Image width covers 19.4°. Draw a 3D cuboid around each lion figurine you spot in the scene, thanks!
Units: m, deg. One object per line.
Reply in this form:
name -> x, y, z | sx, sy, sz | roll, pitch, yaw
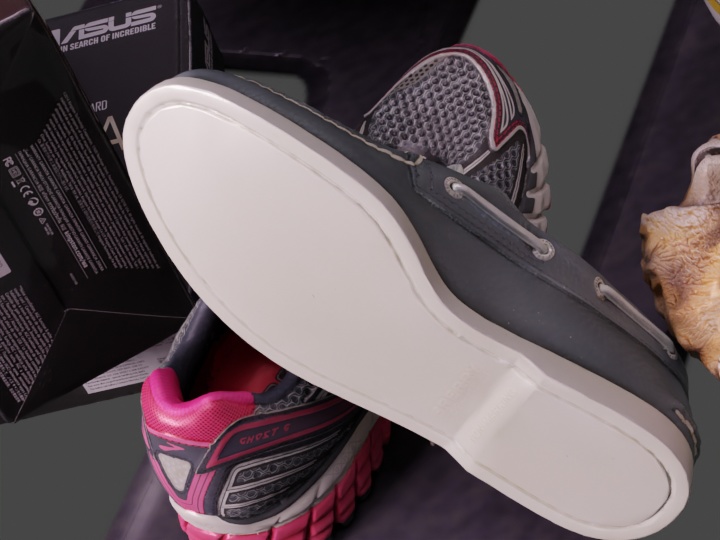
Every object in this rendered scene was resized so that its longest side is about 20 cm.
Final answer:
lion figurine -> 0.170, 0.020, 0.611 | 0.200, 0.122, 0.073 | 22, 95, 16

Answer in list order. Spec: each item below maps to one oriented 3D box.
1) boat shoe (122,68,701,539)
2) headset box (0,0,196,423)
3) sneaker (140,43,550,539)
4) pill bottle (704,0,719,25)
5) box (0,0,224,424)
boat shoe -> 0.019, 0.002, 0.630 | 0.073, 0.200, 0.062 | -46, 12, 40
headset box -> -0.142, -0.073, 0.693 | 0.075, 0.149, 0.200 | -29, 48, -5
sneaker -> 0.000, 0.000, 0.690 | 0.081, 0.075, 0.200 | 12, 56, 28
pill bottle -> 0.154, -0.134, 0.660 | 0.112, 0.200, 0.112 | -11, 49, 12
box -> -0.149, -0.015, 0.778 | 0.200, 0.044, 0.160 | -12, 49, 10
